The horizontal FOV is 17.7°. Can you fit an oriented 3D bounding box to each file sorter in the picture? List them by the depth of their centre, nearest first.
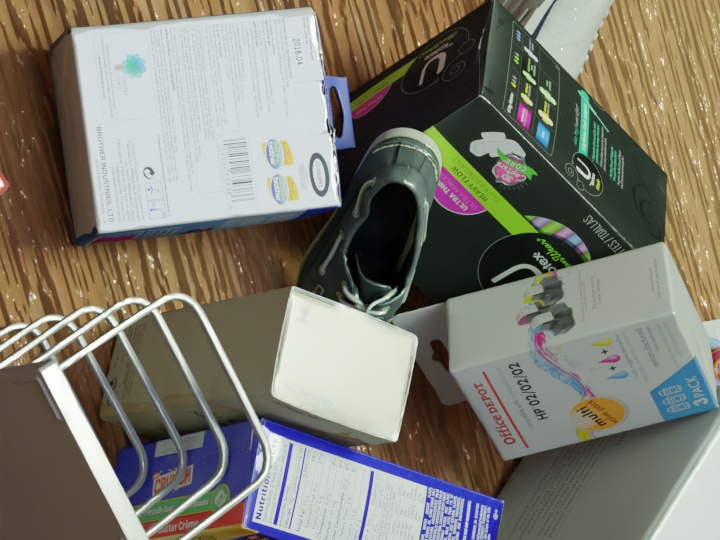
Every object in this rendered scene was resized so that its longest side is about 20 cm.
[{"bbox_3d":[-0.169,0.099,1.394,0.124,0.200,0.139,-35,105,-36],"label":"file sorter"}]

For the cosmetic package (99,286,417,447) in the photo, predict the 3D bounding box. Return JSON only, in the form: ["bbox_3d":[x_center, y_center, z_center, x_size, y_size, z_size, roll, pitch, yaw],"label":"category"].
[{"bbox_3d":[-0.068,0.069,1.471,0.103,0.200,0.073,22,71,-32],"label":"cosmetic package"}]

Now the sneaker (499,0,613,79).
[{"bbox_3d":[0.151,-0.193,1.757,0.200,0.076,0.081,-46,122,-26],"label":"sneaker"}]

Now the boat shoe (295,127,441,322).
[{"bbox_3d":[0.000,0.000,1.553,0.073,0.200,0.062,20,30,-6],"label":"boat shoe"}]

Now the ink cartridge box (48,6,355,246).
[{"bbox_3d":[-0.093,-0.096,1.519,0.200,0.076,0.137,-7,89,-18],"label":"ink cartridge box"}]

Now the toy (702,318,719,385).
[{"bbox_3d":[0.292,0.095,1.829,0.200,0.047,0.115,-9,89,-37],"label":"toy"}]

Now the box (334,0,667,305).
[{"bbox_3d":[0.098,-0.059,1.623,0.200,0.148,0.124,42,34,-24],"label":"box"}]

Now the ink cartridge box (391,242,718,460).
[{"bbox_3d":[0.133,0.063,1.591,0.115,0.200,0.068,58,23,-44],"label":"ink cartridge box"}]

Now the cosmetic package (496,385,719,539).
[{"bbox_3d":[0.216,0.197,1.662,0.167,0.200,0.166,48,62,-21],"label":"cosmetic package"}]

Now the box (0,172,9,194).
[{"bbox_3d":[-0.320,-0.024,1.360,0.200,0.100,0.096,-45,110,-32],"label":"box"}]

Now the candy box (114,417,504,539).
[{"bbox_3d":[-0.038,0.164,1.500,0.200,0.169,0.077,22,68,-32],"label":"candy box"}]
